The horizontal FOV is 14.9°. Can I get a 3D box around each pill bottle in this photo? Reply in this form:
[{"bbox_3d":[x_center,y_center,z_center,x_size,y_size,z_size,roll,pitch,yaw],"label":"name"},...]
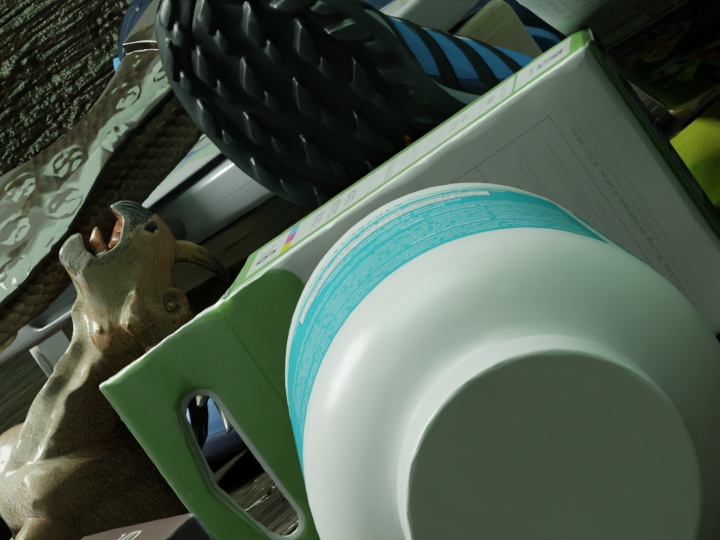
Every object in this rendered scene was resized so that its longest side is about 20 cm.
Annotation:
[{"bbox_3d":[0.037,0.040,0.719,0.111,0.111,0.200,-35,7,1],"label":"pill bottle"}]

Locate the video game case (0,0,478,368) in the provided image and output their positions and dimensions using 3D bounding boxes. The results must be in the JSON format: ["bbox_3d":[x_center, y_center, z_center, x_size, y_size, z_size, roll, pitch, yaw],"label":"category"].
[{"bbox_3d":[-0.057,-0.041,1.105,0.182,0.022,0.200,-31,9,34],"label":"video game case"}]

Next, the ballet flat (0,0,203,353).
[{"bbox_3d":[-0.097,-0.030,1.012,0.067,0.046,0.200,19,64,44],"label":"ballet flat"}]

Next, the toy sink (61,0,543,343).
[{"bbox_3d":[0.000,0.000,1.115,0.130,0.112,0.200,-29,9,43],"label":"toy sink"}]

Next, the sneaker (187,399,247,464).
[{"bbox_3d":[-0.032,0.019,1.252,0.200,0.082,0.074,-41,12,-30],"label":"sneaker"}]

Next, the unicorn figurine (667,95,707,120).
[{"bbox_3d":[0.186,-0.134,1.255,0.137,0.074,0.200,-41,11,-5],"label":"unicorn figurine"}]

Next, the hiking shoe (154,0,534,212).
[{"bbox_3d":[0.016,-0.055,0.987,0.075,0.199,0.087,-59,13,18],"label":"hiking shoe"}]

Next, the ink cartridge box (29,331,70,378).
[{"bbox_3d":[-0.074,-0.011,1.343,0.200,0.083,0.147,-36,-35,-7],"label":"ink cartridge box"}]

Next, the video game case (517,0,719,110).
[{"bbox_3d":[0.162,-0.130,0.948,0.199,0.023,0.182,-31,-20,16],"label":"video game case"}]

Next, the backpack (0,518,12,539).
[{"bbox_3d":[-0.232,0.124,1.121,0.199,0.184,0.147,-25,3,-8],"label":"backpack"}]

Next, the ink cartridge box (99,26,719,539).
[{"bbox_3d":[0.024,0.018,0.929,0.200,0.104,0.059,-35,7,11],"label":"ink cartridge box"}]

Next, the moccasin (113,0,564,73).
[{"bbox_3d":[-0.010,-0.114,1.214,0.199,0.069,0.081,-1,-31,1],"label":"moccasin"}]

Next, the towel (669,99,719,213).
[{"bbox_3d":[0.147,-0.059,0.987,0.200,0.018,0.086,-44,11,45],"label":"towel"}]

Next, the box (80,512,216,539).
[{"bbox_3d":[-0.117,0.161,0.811,0.200,0.075,0.100,-38,8,-27],"label":"box"}]

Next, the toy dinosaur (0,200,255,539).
[{"bbox_3d":[-0.088,0.089,0.988,0.135,0.086,0.201,-30,-40,-25],"label":"toy dinosaur"}]
